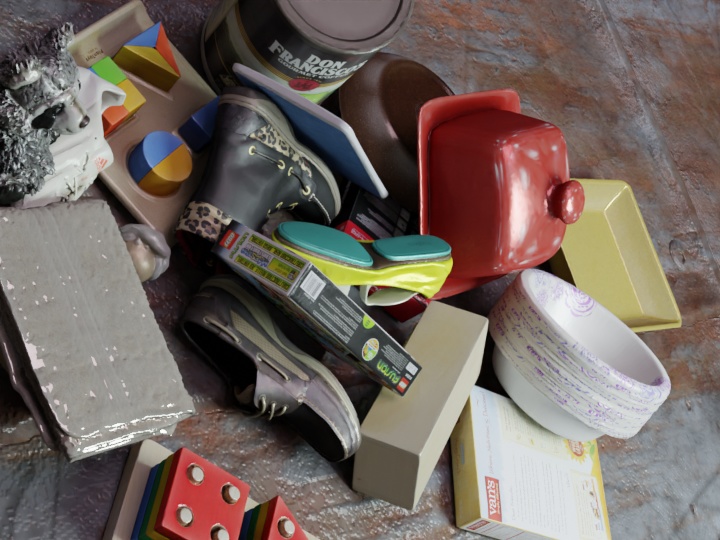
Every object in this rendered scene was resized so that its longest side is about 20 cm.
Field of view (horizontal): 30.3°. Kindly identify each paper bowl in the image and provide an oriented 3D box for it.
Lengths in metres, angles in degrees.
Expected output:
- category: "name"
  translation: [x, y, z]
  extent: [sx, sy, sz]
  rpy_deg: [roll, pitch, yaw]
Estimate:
- category: "paper bowl"
  translation: [0.218, 0.099, 1.403]
  extent: [0.199, 0.105, 0.201]
  rpy_deg: [32, 21, -13]

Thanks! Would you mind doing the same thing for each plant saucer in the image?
- category: "plant saucer"
  translation: [0.063, -0.151, 1.409]
  extent: [0.199, 0.036, 0.203]
  rpy_deg: [28, 47, -34]
- category: "plant saucer"
  translation: [0.290, -0.011, 1.619]
  extent: [0.198, 0.048, 0.202]
  rpy_deg: [-2, 67, -46]

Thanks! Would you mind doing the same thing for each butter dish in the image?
- category: "butter dish"
  translation: [0.156, -0.075, 1.338]
  extent: [0.198, 0.146, 0.203]
  rpy_deg: [-16, 109, -50]

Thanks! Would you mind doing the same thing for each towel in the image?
- category: "towel"
  translation: [-0.211, 0.040, 1.003]
  extent: [0.132, 0.034, 0.202]
  rpy_deg: [-9, 71, -49]

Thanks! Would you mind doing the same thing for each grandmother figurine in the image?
- category: "grandmother figurine"
  translation: [-0.216, 0.023, 1.080]
  extent: [0.200, 0.060, 0.123]
  rpy_deg: [-55, 135, -50]

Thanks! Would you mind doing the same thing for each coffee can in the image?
- category: "coffee can"
  translation: [-0.055, -0.239, 1.261]
  extent: [0.144, 0.200, 0.149]
  rpy_deg: [6, 75, -23]

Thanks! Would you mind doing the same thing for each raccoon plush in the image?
- category: "raccoon plush"
  translation: [-0.294, -0.132, 0.974]
  extent: [0.197, 0.135, 0.098]
  rpy_deg: [12, 47, -7]

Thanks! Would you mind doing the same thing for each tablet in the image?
- category: "tablet"
  translation: [-0.043, -0.129, 1.248]
  extent: [0.129, 0.014, 0.200]
  rpy_deg: [31, -7, 17]

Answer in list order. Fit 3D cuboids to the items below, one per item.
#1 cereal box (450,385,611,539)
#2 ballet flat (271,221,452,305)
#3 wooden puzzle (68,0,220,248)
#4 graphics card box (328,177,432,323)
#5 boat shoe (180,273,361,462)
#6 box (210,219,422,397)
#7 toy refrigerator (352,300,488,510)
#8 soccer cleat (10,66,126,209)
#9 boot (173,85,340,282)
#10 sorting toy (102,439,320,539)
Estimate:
- category: "cereal box"
  translation: [0.174, 0.211, 1.370]
  extent: [0.198, 0.039, 0.146]
  rpy_deg: [23, 51, -34]
- category: "ballet flat"
  translation: [0.000, 0.000, 1.237]
  extent: [0.198, 0.068, 0.067]
  rpy_deg: [3, 29, -35]
- category: "wooden puzzle"
  translation: [-0.186, -0.142, 1.216]
  extent: [0.201, 0.046, 0.185]
  rpy_deg: [52, 40, -8]
- category: "graphics card box"
  translation: [0.035, -0.059, 1.387]
  extent: [0.125, 0.051, 0.202]
  rpy_deg: [38, 45, -22]
- category: "boat shoe"
  translation: [-0.084, 0.098, 1.164]
  extent: [0.200, 0.074, 0.073]
  rpy_deg: [47, 51, -1]
- category: "box"
  translation: [-0.035, 0.035, 1.169]
  extent: [0.035, 0.109, 0.200]
  rpy_deg: [-55, 137, -8]
- category: "toy refrigerator"
  translation: [0.056, 0.123, 1.264]
  extent: [0.069, 0.077, 0.201]
  rpy_deg: [17, 42, 15]
- category: "soccer cleat"
  translation: [-0.243, -0.082, 1.084]
  extent: [0.076, 0.069, 0.202]
  rpy_deg: [14, 61, -10]
- category: "boot"
  translation: [-0.094, -0.055, 1.230]
  extent: [0.200, 0.072, 0.152]
  rpy_deg: [55, 49, -53]
- category: "sorting toy"
  translation: [-0.106, 0.254, 1.035]
  extent: [0.198, 0.069, 0.202]
  rpy_deg: [35, 45, -25]
